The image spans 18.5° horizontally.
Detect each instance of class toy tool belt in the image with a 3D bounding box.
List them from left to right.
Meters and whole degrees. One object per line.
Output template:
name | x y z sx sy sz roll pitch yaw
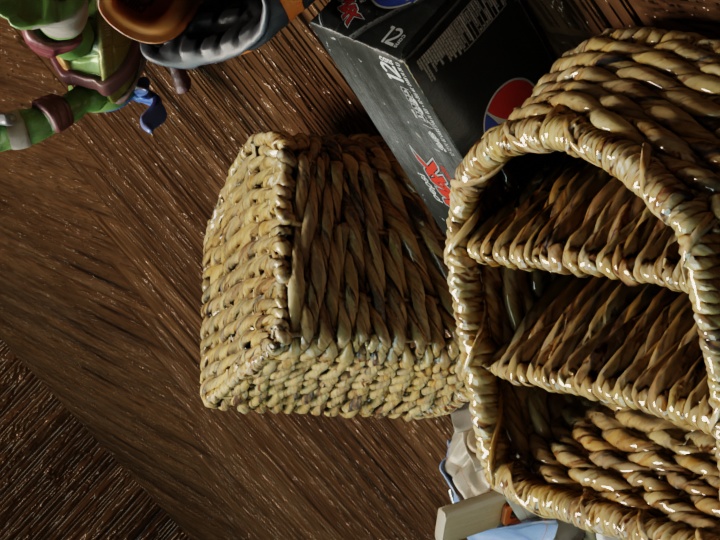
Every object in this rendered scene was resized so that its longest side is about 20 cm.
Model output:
toy tool belt | 0.097 0.147 1.347 0.125 0.123 0.200 36 165 26

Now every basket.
basket | 0.000 0.000 1.236 0.148 0.144 0.200 4 166 -14
basket | 0.102 0.005 0.838 0.143 0.149 0.200 48 166 -22

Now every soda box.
soda box | 0.059 -0.055 0.984 0.071 0.063 0.200 28 159 46

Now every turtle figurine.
turtle figurine | -0.201 -0.149 1.263 0.200 0.144 0.194 37 161 8

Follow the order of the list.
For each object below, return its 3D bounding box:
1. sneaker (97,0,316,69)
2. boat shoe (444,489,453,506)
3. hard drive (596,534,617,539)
sneaker | -0.091 -0.162 0.979 0.200 0.112 0.078 31 162 39
boat shoe | 0.105 0.189 1.565 0.074 0.065 0.202 33 163 33
hard drive | 0.144 0.144 1.156 0.132 0.025 0.201 62 -162 -53
